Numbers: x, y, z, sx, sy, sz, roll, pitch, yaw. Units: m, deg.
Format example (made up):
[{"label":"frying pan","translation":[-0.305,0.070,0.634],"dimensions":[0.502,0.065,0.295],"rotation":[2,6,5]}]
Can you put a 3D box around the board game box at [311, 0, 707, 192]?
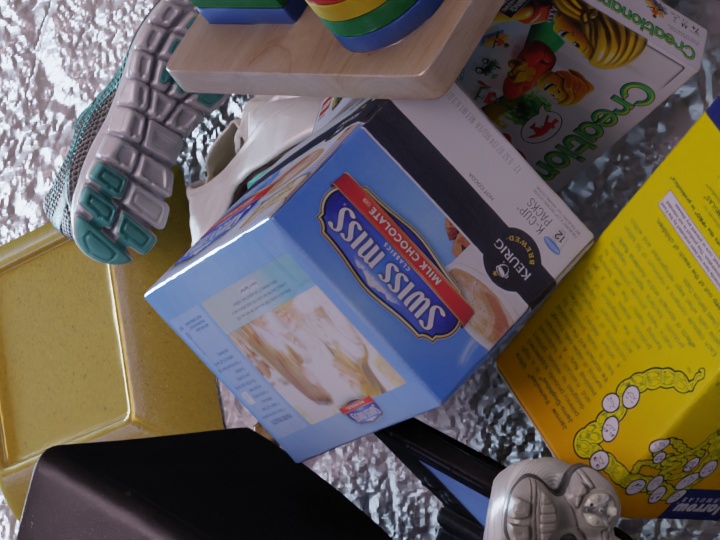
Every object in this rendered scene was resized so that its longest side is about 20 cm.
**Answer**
[{"label":"board game box","translation":[0.077,-0.099,1.595],"dimensions":[0.200,0.126,0.035],"rotation":[-43,25,47]}]

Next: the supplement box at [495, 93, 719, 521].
[{"label":"supplement box","translation":[0.184,0.023,1.510],"dimensions":[0.200,0.109,0.110],"rotation":[-52,53,28]}]

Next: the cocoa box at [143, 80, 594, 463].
[{"label":"cocoa box","translation":[0.000,0.000,1.551],"dimensions":[0.133,0.131,0.200],"rotation":[48,155,-7]}]

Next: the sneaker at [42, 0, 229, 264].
[{"label":"sneaker","translation":[-0.141,-0.102,1.846],"dimensions":[0.091,0.078,0.200],"rotation":[10,69,57]}]

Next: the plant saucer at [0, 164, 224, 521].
[{"label":"plant saucer","translation":[-0.182,0.050,1.911],"dimensions":[0.200,0.048,0.200],"rotation":[-23,69,40]}]

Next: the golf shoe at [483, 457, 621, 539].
[{"label":"golf shoe","translation":[0.094,0.190,1.482],"dimensions":[0.097,0.078,0.200],"rotation":[-159,70,-73]}]

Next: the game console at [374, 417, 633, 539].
[{"label":"game console","translation":[0.079,0.187,1.595],"dimensions":[0.200,0.176,0.116],"rotation":[26,75,43]}]

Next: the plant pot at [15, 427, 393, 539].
[{"label":"plant pot","translation":[-0.070,0.211,1.600],"dimensions":[0.177,0.199,0.200],"rotation":[20,101,30]}]

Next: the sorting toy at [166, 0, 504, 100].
[{"label":"sorting toy","translation":[0.002,-0.188,1.527],"dimensions":[0.199,0.070,0.200],"rotation":[5,55,46]}]

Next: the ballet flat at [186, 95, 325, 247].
[{"label":"ballet flat","translation":[-0.056,-0.069,1.758],"dimensions":[0.200,0.069,0.070],"rotation":[-43,56,54]}]

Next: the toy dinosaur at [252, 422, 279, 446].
[{"label":"toy dinosaur","translation":[-0.081,0.172,1.760],"dimensions":[0.101,0.058,0.200],"rotation":[-29,48,49]}]
